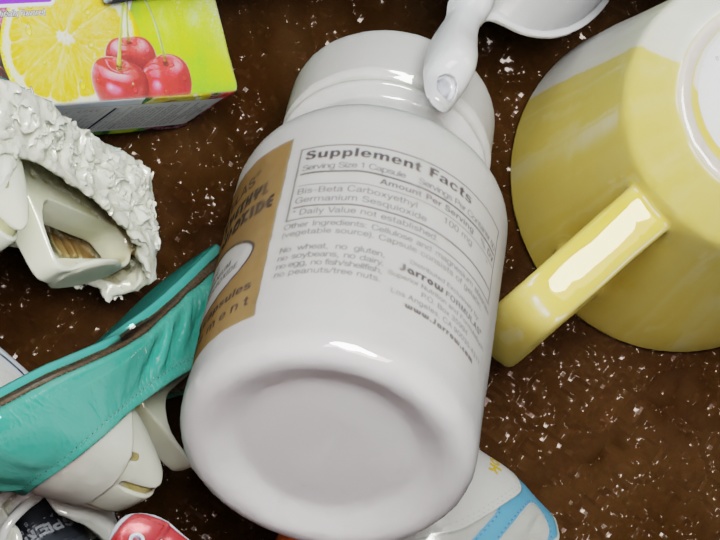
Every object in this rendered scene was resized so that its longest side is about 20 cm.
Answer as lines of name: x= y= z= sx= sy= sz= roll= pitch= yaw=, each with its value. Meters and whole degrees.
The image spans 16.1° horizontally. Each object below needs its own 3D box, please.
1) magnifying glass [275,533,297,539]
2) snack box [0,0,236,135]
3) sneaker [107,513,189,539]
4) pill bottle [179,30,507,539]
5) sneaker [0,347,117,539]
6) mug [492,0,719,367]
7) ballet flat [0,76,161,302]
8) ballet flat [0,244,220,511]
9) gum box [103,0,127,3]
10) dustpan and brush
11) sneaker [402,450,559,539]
magnifying glass: x=-0.065 y=0.189 z=1.013 sx=0.022 sy=0.080 sz=0.201 roll=30 pitch=78 yaw=-16
snack box: x=-0.142 y=-0.157 z=1.062 sx=0.142 sy=0.053 sz=0.201 roll=-6 pitch=78 yaw=-38
sneaker: x=-0.126 y=0.146 z=0.930 sx=0.199 sy=0.071 sz=0.113 roll=6 pitch=59 yaw=-21
pill bottle: x=0.000 y=0.000 z=1.013 sx=0.114 sy=0.115 sz=0.201 roll=17 pitch=44 yaw=-6
sneaker: x=-0.134 y=0.093 z=1.028 sx=0.073 sy=0.071 sz=0.200 roll=-39 pitch=87 yaw=-14
mug: x=0.146 y=-0.035 z=1.059 sx=0.149 sy=0.153 sz=0.188 roll=19 pitch=77 yaw=-6
ballet flat: x=-0.134 y=-0.031 z=0.995 sx=0.071 sy=0.200 sz=0.072 roll=-6 pitch=76 yaw=27
ballet flat: x=-0.092 y=0.054 z=1.006 sx=0.071 sy=0.067 sz=0.200 roll=55 pitch=37 yaw=-1
gum box: x=-0.057 y=-0.220 z=1.085 sx=0.169 sy=0.044 sz=0.201 roll=-10 pitch=80 yaw=-38
dustpan and brush: x=0.057 y=-0.134 z=1.071 sx=0.139 sy=0.057 sz=0.200 roll=41 pitch=30 yaw=-20
sneaker: x=0.008 y=0.162 z=1.037 sx=0.081 sy=0.077 sz=0.201 roll=32 pitch=77 yaw=-3
